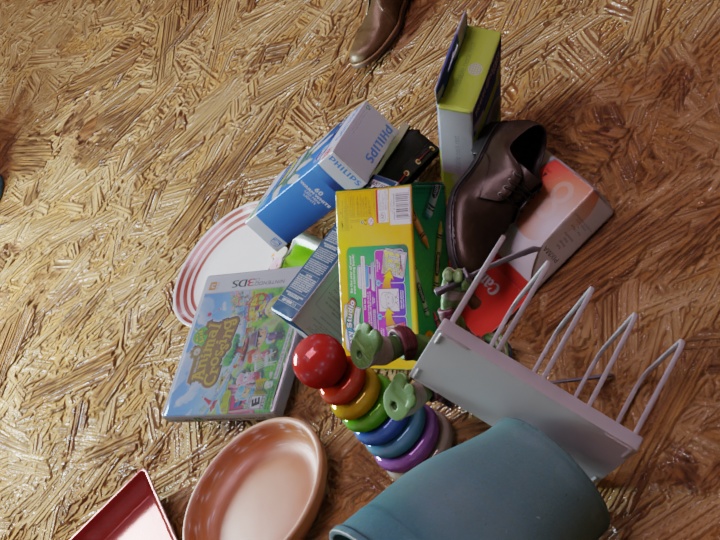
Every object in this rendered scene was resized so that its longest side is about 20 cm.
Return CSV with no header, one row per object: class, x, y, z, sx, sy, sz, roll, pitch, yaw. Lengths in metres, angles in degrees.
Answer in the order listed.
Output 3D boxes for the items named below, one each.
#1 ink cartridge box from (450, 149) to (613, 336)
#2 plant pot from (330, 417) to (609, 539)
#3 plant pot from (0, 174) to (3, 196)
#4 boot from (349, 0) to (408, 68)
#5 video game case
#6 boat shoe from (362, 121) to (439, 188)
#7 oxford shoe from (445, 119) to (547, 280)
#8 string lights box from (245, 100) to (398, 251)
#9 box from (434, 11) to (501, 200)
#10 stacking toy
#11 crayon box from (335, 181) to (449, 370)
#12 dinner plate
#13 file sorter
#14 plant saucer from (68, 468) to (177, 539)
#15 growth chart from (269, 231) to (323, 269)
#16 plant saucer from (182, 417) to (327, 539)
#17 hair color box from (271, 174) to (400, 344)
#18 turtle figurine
ink cartridge box,0.159,-0.039,1.710,0.200,0.050,0.162,-43,34,1
plant pot,0.108,0.238,1.363,0.188,0.200,0.200,-42,32,-18
plant pot,-0.752,-0.145,2.684,0.200,0.188,0.201,-28,39,25
boot,0.023,-0.371,2.169,0.073,0.075,0.201,1,58,46
video game case,-0.142,0.089,1.889,0.181,0.022,0.201,-6,57,37
boat shoe,0.028,-0.087,1.869,0.202,0.063,0.074,-57,0,-25
oxford shoe,0.147,-0.081,1.669,0.084,0.073,0.201,-6,57,48
string lights box,-0.047,-0.111,1.889,0.200,0.059,0.103,-35,18,47
box,0.124,-0.180,1.767,0.047,0.200,0.122,13,60,13
stacking toy,0.006,0.132,1.568,0.085,0.200,0.086,-28,39,25
crayon box,0.036,0.008,1.695,0.118,0.058,0.201,-2,91,46
dinner plate,-0.167,-0.005,2.053,0.200,0.024,0.201,-29,37,25
file sorter,0.169,0.079,1.415,0.125,0.199,0.139,-58,-3,-23
plant saucer,-0.284,0.356,1.807,0.200,0.037,0.200,-45,33,4
growth chart,-0.091,0.041,1.912,0.144,0.018,0.201,12,68,43
plant saucer,-0.111,0.256,1.718,0.200,0.037,0.201,-28,39,26
hair color box,0.000,0.000,1.797,0.200,0.100,0.060,-52,31,-7
turtle figurine,0.103,0.065,1.533,0.200,0.193,0.145,-13,90,50
